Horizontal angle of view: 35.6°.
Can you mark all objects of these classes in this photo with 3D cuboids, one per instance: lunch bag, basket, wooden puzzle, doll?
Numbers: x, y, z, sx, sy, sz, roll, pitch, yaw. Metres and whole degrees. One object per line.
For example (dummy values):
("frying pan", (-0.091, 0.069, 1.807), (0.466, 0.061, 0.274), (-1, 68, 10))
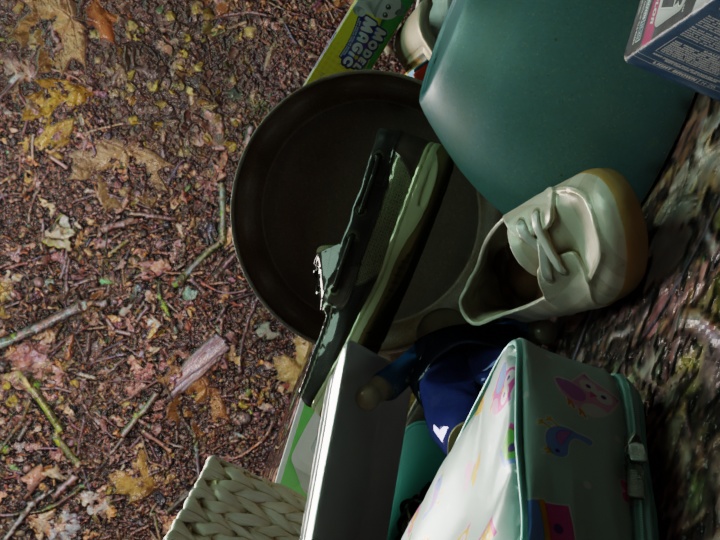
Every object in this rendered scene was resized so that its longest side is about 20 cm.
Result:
("lunch bag", (0.067, 0.138, 0.518), (0.161, 0.076, 0.201), (-75, 7, -53))
("basket", (-0.072, 0.251, 0.899), (0.136, 0.198, 0.124), (120, 174, -60))
("wooden puzzle", (0.078, -0.108, 0.894), (0.037, 0.202, 0.185), (-28, 7, 0))
("doll", (0.063, 0.066, 0.698), (0.200, 0.135, 0.049), (-107, -1, -72))

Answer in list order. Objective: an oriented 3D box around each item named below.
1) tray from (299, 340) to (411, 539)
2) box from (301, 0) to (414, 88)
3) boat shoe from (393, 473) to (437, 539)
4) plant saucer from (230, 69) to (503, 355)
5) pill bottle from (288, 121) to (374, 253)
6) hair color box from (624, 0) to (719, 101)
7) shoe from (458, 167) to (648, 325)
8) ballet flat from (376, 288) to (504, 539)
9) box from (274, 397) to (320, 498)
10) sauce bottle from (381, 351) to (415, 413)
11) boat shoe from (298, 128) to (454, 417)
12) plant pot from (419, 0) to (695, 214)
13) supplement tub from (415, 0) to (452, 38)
("tray", (-0.010, 0.153, 0.722), (0.107, 0.022, 0.203), (33, -116, -59))
("box", (0.005, -0.208, 0.973), (0.201, 0.048, 0.118), (-54, 8, 19))
("boat shoe", (0.047, 0.173, 0.703), (0.069, 0.056, 0.202), (164, 126, -84))
("plant saucer", (0.006, -0.041, 0.811), (0.034, 0.198, 0.203), (-40, -29, -82))
("pill bottle", (-0.003, -0.065, 0.933), (0.200, 0.112, 0.115), (-116, 47, -85))
("hair color box", (0.184, -0.146, 0.470), (0.200, 0.060, 0.101), (155, 135, -82))
("shoe", (0.104, -0.002, 0.635), (0.200, 0.053, 0.071), (127, 121, -73))
("ballet flat", (0.065, 0.112, 0.813), (0.064, 0.067, 0.202), (56, -131, -62))
("box", (-0.017, 0.170, 1.062), (0.177, 0.095, 0.202), (98, -172, -60))
("sauce bottle", (0.023, 0.096, 0.903), (0.065, 0.064, 0.203), (-106, 17, -81))
("boat shoe", (0.000, 0.000, 0.768), (0.202, 0.064, 0.073), (-65, -12, 0))
("plant pot", (0.115, -0.125, 0.708), (0.200, 0.133, 0.203), (-159, 90, -84))
("supplement tub", (0.121, -0.217, 0.956), (0.200, 0.139, 0.142), (-104, 35, -81))
